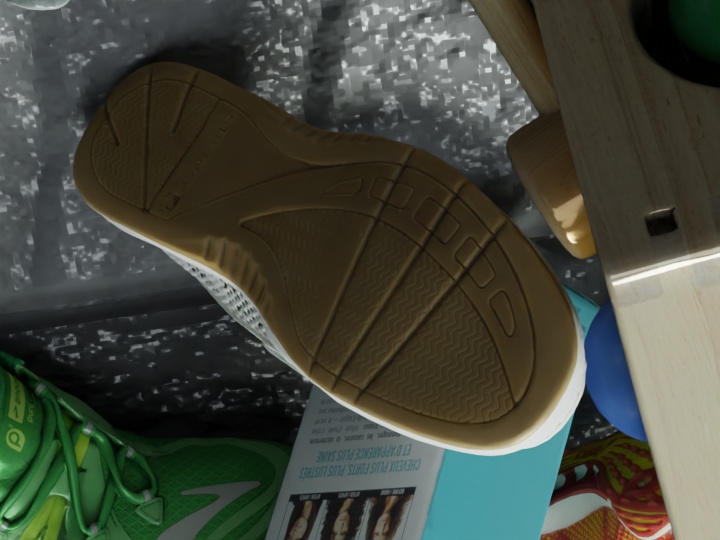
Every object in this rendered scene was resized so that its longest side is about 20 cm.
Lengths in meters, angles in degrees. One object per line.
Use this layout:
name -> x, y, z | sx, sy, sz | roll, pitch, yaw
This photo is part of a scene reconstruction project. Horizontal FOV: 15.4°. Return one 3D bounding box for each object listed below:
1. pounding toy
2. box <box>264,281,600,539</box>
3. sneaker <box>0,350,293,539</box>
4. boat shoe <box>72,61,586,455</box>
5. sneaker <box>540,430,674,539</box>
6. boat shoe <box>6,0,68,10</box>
pounding toy -> 0.086, -0.046, 0.747 | 0.141, 0.185, 0.200 | -15, 143, 6
box -> 0.010, 0.095, 0.835 | 0.049, 0.201, 0.082 | 30, 157, -31
sneaker -> -0.110, 0.074, 0.892 | 0.199, 0.074, 0.084 | 2, 138, -10
boat shoe -> 0.000, 0.000, 0.776 | 0.071, 0.200, 0.069 | -52, 139, -4
sneaker -> 0.099, 0.093, 0.903 | 0.077, 0.073, 0.200 | 53, 145, -8
boat shoe -> -0.099, -0.107, 0.718 | 0.199, 0.074, 0.068 | -28, 118, 6
